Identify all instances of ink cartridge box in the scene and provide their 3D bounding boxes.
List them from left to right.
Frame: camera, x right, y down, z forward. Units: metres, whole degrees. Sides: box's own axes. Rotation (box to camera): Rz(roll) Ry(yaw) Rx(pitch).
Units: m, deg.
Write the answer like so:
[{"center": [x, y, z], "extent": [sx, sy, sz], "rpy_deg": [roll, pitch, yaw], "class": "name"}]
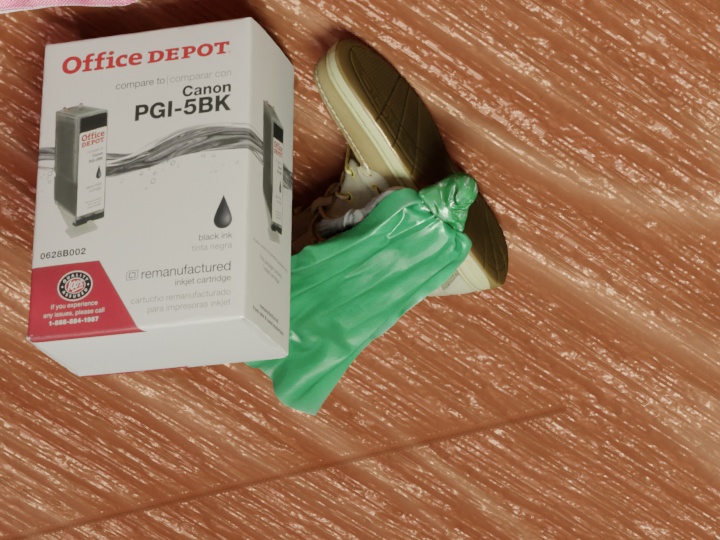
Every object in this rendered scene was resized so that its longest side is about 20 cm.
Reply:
[{"center": [-0.122, -0.045, 1.404], "extent": [0.147, 0.200, 0.083], "rpy_deg": [-6, 159, 16], "class": "ink cartridge box"}]

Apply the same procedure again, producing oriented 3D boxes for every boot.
[{"center": [-0.014, -0.046, 1.475], "extent": [0.154, 0.072, 0.200], "rpy_deg": [-19, 122, 28], "class": "boot"}]

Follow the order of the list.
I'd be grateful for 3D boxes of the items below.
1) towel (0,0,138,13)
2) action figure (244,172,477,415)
[{"center": [-0.226, -0.244, 1.386], "extent": [0.146, 0.030, 0.200], "rpy_deg": [-4, 127, 14], "class": "towel"}, {"center": [0.000, 0.000, 1.430], "extent": [0.200, 0.055, 0.118], "rpy_deg": [-36, 117, 29], "class": "action figure"}]
